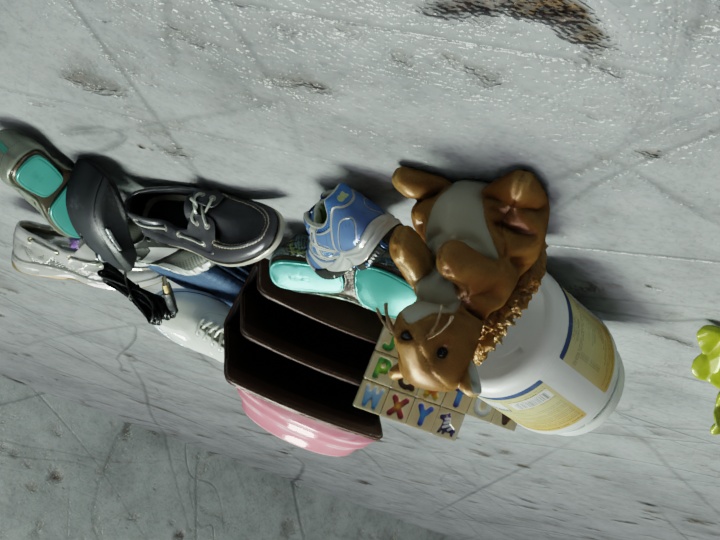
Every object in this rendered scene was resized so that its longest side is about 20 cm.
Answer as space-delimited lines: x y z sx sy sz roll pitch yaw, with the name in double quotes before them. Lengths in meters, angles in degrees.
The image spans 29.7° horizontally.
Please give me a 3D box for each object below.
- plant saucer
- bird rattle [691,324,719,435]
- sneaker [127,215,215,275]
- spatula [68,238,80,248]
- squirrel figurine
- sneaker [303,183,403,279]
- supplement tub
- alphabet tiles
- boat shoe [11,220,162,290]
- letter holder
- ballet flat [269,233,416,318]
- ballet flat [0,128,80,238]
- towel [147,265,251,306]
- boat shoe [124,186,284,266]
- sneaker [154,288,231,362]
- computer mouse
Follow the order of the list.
"plant saucer" -0.072 0.178 1.715 0.199 0.051 0.201 24 -172 -4
"bird rattle" 0.444 0.126 1.412 0.199 0.114 0.162 23 147 -35
"sneaker" -0.233 -0.039 1.538 0.199 0.067 0.090 3 163 44
"spatula" -0.276 -0.015 1.748 0.198 0.021 0.057 17 161 -6
"squirrel figurine" 0.097 0.026 1.217 0.140 0.188 0.200 7 162 28
"sneaker" -0.018 -0.043 1.344 0.077 0.076 0.200 45 161 -7
"supplement tub" 0.185 0.088 1.427 0.143 0.146 0.200 4 160 35
"alphabet tiles" 0.109 0.107 1.537 0.199 0.168 0.008 21 -177 -19
"boat shoe" -0.332 -0.026 1.678 0.198 0.071 0.070 5 123 -5
"letter holder" -0.047 0.092 1.539 0.199 0.101 0.142 23 -156 -16
"ballet flat" 0.000 0.000 1.462 0.198 0.075 0.074 16 165 15
"ballet flat" -0.343 -0.099 1.478 0.064 0.067 0.200 39 172 22
"towel" -0.176 0.007 1.679 0.111 0.049 0.200 4 162 36
"boat shoe" -0.168 -0.052 1.424 0.199 0.073 0.063 9 167 37
"sneaker" -0.163 0.078 1.648 0.199 0.074 0.071 23 -179 -11
"computer mouse" -0.263 -0.019 1.471 0.140 0.046 0.201 34 147 30
